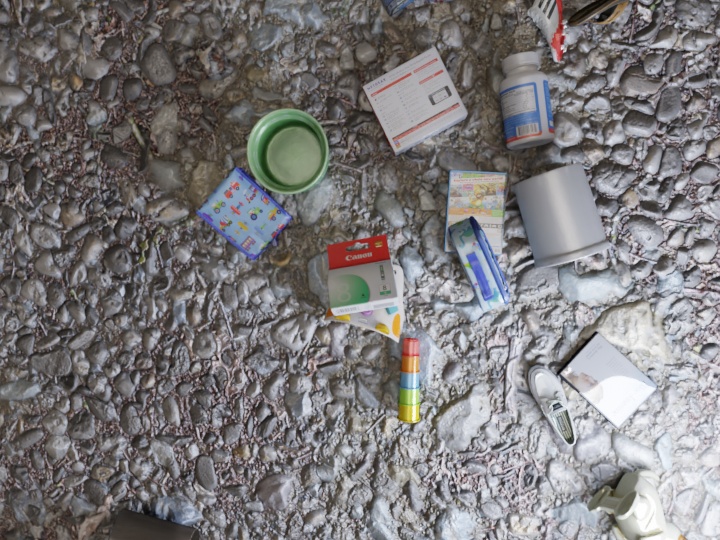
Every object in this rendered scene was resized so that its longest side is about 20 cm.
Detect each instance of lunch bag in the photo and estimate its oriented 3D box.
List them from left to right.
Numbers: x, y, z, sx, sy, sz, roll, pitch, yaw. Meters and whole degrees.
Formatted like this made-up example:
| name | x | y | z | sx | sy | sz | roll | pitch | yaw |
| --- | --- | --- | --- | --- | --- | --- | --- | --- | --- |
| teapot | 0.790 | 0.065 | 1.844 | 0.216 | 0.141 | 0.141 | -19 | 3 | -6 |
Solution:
| name | x | y | z | sx | sy | sz | roll | pitch | yaw |
| --- | --- | --- | --- | --- | --- | --- | --- | --- | --- |
| lunch bag | -0.280 | -0.134 | 1.340 | 0.200 | 0.094 | 0.151 | 43 | 93 | -8 |
| lunch bag | 0.274 | -0.015 | 1.238 | 0.082 | 0.161 | 0.202 | -23 | 105 | 14 |

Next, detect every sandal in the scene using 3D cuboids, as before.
| name | x | y | z | sx | sy | sz | roll | pitch | yaw |
| --- | --- | --- | --- | --- | --- | --- | --- | --- | --- |
| sandal | 0.585 | -0.609 | 1.246 | 0.198 | 0.082 | 0.055 | -26 | 113 | -1 |

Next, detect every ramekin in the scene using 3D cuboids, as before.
| name | x | y | z | sx | sy | sz | roll | pitch | yaw |
| --- | --- | --- | --- | --- | --- | --- | --- | --- | --- |
| ramekin | -0.169 | -0.284 | 1.309 | 0.197 | 0.098 | 0.203 | 0 | 93 | 5 |

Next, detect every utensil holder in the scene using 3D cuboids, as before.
| name | x | y | z | sx | sy | sz | roll | pitch | yaw |
| --- | --- | --- | --- | --- | --- | --- | --- | --- | --- |
| utensil holder | 0.457 | -0.125 | 1.227 | 0.168 | 0.170 | 0.202 | -17 | 90 | 6 |

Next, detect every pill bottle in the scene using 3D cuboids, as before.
| name | x | y | z | sx | sy | sz | roll | pitch | yaw |
| --- | --- | --- | --- | --- | --- | --- | --- | --- | --- |
| pill bottle | 0.384 | -0.393 | 1.247 | 0.111 | 0.112 | 0.203 | -7 | 92 | 5 |

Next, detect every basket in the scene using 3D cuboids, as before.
| name | x | y | z | sx | sy | sz | roll | pitch | yaw |
| --- | --- | --- | --- | --- | --- | --- | --- | --- | --- |
| basket | -0.530 | 0.720 | 1.381 | 0.197 | 0.136 | 0.183 | 6 | 88 | 1 |

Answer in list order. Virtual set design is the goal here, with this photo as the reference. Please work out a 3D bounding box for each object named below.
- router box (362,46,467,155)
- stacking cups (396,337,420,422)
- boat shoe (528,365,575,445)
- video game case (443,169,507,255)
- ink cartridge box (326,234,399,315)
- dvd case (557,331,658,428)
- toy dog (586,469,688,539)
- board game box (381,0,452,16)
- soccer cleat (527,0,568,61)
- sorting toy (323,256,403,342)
| name | x | y | z | sx | sy | sz | roll | pitch | yaw |
| --- | --- | --- | --- | --- | --- | --- | --- | --- | --- |
| router box | 0.132 | -0.408 | 1.300 | 0.198 | 0.049 | 0.181 | -26 | 90 | 6 |
| stacking cups | 0.126 | 0.271 | 1.331 | 0.060 | 0.061 | 0.203 | 4 | 93 | 5 |
| boat shoe | 0.475 | 0.326 | 1.299 | 0.073 | 0.067 | 0.201 | -29 | 90 | 6 |
| video game case | 0.282 | -0.142 | 1.317 | 0.141 | 0.018 | 0.203 | 4 | 94 | 6 |
| ink cartridge box | 0.000 | 0.000 | 1.283 | 0.159 | 0.050 | 0.202 | -10 | 62 | 3 |
| dvd case | 0.603 | 0.268 | 1.309 | 0.200 | 0.018 | 0.143 | 42 | 95 | 1 |
| toy dog | 0.675 | 0.600 | 1.277 | 0.193 | 0.139 | 0.201 | -37 | 88 | -31 |
| board game box | 0.130 | -0.715 | 1.278 | 0.199 | 0.062 | 0.201 | -30 | 89 | 6 |
| soccer cleat | 0.438 | -0.592 | 1.259 | 0.084 | 0.068 | 0.203 | -3 | 102 | 30 |
| sorting toy | 0.025 | 0.059 | 1.324 | 0.198 | 0.107 | 0.182 | 15 | 75 | 4 |
